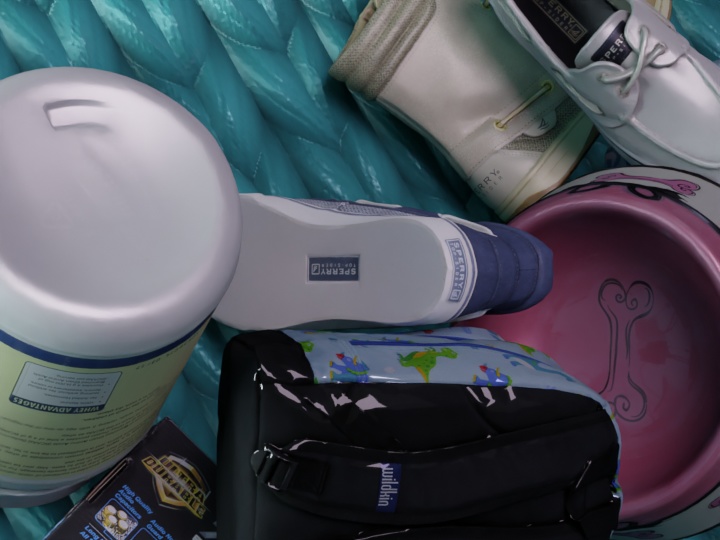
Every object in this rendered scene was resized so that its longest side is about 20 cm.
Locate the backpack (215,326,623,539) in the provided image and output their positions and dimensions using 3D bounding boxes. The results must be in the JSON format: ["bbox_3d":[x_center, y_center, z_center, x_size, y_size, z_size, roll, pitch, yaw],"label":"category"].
[{"bbox_3d":[0.029,0.097,1.214,0.199,0.154,0.164,-2,106,-11],"label":"backpack"}]

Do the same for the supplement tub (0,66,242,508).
[{"bbox_3d":[-0.147,0.014,1.183,0.144,0.200,0.146,10,57,-16],"label":"supplement tub"}]

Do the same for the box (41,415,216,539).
[{"bbox_3d":[-0.087,0.202,1.210,0.200,0.050,0.199,45,47,-2],"label":"box"}]

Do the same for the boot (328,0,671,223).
[{"bbox_3d":[0.083,-0.136,1.463,0.154,0.072,0.200,38,55,-2],"label":"boot"}]

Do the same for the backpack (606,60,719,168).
[{"bbox_3d":[0.222,-0.022,1.428,0.162,0.153,0.201,-4,85,-38],"label":"backpack"}]

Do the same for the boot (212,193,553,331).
[{"bbox_3d":[0.000,0.000,1.303,0.090,0.199,0.073,2,95,-48],"label":"boot"}]

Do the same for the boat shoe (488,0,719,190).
[{"bbox_3d":[0.141,-0.115,1.360,0.072,0.066,0.200,-43,66,4],"label":"boat shoe"}]

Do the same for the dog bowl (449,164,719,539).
[{"bbox_3d":[0.134,0.044,1.314,0.074,0.200,0.201,2,60,-63],"label":"dog bowl"}]
